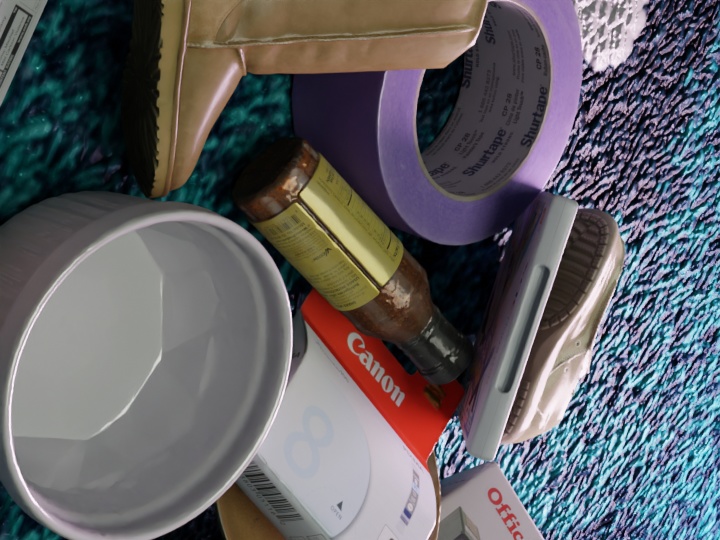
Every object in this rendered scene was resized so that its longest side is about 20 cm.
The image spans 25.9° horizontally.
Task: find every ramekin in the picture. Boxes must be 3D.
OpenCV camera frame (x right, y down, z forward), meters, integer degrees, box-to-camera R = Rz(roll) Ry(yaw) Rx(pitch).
[{"bbox_3d":[-0.147,0.048,0.906,0.200,0.105,0.200,-19,119,-39],"label":"ramekin"}]

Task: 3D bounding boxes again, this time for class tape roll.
[{"bbox_3d":[0.055,-0.123,1.055,0.200,0.085,0.200,-19,118,-40],"label":"tape roll"}]

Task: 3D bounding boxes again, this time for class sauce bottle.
[{"bbox_3d":[0.000,0.000,1.029,0.066,0.066,0.200,-50,118,-18],"label":"sauce bottle"}]

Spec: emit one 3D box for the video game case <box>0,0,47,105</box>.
[{"bbox_3d":[-0.187,-0.181,0.770,0.200,0.023,0.182,-66,168,-2],"label":"video game case"}]

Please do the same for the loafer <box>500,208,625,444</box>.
[{"bbox_3d":[0.153,0.045,1.235,0.068,0.076,0.200,16,104,-49],"label":"loafer"}]

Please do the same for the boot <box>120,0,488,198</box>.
[{"bbox_3d":[-0.032,-0.122,0.909,0.200,0.066,0.175,-8,139,-23],"label":"boot"}]

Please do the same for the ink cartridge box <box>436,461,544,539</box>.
[{"bbox_3d":[0.051,0.255,1.158,0.200,0.084,0.146,-30,88,-33],"label":"ink cartridge box"}]

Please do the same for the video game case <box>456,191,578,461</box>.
[{"bbox_3d":[0.108,0.031,1.124,0.200,0.022,0.183,-70,178,-86],"label":"video game case"}]

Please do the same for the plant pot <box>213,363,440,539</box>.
[{"bbox_3d":[-0.026,0.147,1.071,0.200,0.027,0.200,15,67,-39],"label":"plant pot"}]

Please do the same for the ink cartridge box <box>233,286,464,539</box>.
[{"bbox_3d":[0.004,0.100,1.053,0.160,0.047,0.200,52,50,-25],"label":"ink cartridge box"}]
